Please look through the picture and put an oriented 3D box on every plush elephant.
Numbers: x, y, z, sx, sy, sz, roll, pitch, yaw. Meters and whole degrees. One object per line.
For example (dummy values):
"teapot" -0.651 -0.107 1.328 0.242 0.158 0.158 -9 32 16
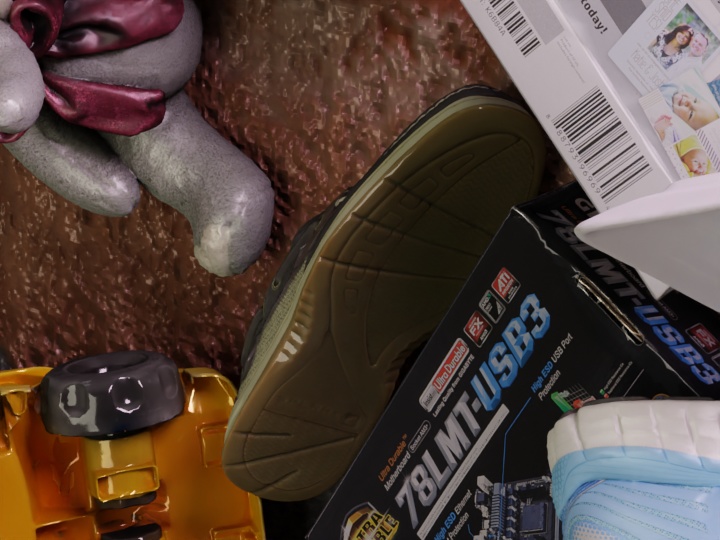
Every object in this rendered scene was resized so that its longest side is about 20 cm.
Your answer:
"plush elephant" -0.137 -0.097 1.031 0.200 0.154 0.166 33 123 30

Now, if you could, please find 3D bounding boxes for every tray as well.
"tray" 0.167 0.005 0.784 0.107 0.199 0.022 -11 63 43

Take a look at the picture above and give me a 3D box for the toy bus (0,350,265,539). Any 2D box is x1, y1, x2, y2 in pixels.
"toy bus" -0.152 0.099 1.124 0.192 0.199 0.137 -141 42 -76

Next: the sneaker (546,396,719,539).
"sneaker" 0.161 0.089 0.837 0.199 0.078 0.091 -2 81 19

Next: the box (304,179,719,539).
"box" 0.091 0.105 0.963 0.199 0.050 0.200 48 130 22

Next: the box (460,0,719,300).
"box" 0.121 -0.104 0.773 0.156 0.041 0.200 56 136 5

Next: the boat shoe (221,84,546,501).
"boat shoe" 0.001 0.001 0.999 0.201 0.071 0.066 -58 29 29
